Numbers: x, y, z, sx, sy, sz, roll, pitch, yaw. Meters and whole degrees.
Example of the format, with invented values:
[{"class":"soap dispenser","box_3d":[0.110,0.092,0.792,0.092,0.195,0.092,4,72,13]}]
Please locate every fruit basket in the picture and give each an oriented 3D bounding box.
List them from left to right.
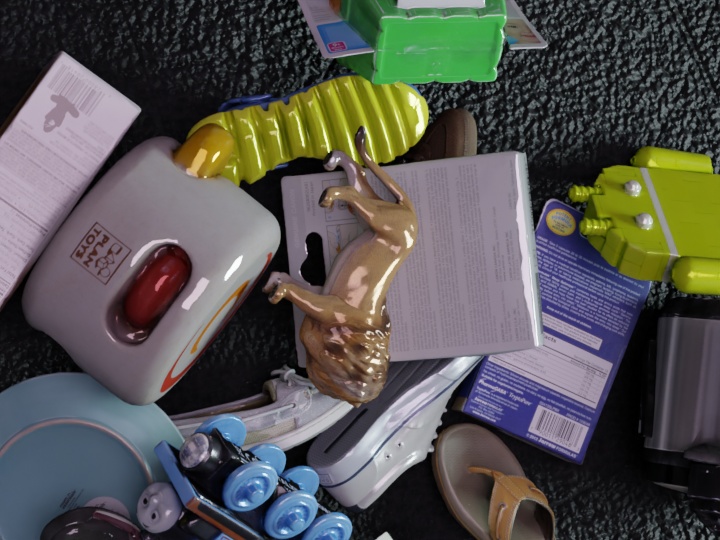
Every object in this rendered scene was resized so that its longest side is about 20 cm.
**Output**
[{"class":"fruit basket","box_3d":[0.037,-0.230,1.546,0.185,0.200,0.094,-3,132,-15]}]

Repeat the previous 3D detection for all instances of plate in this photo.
[{"class":"plate","box_3d":[-0.227,0.180,1.501,0.199,0.026,0.201,0,100,-1]}]

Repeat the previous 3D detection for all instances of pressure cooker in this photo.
[{"class":"pressure cooker","box_3d":[0.327,0.128,1.610,0.175,0.179,0.201,7,87,-18]}]

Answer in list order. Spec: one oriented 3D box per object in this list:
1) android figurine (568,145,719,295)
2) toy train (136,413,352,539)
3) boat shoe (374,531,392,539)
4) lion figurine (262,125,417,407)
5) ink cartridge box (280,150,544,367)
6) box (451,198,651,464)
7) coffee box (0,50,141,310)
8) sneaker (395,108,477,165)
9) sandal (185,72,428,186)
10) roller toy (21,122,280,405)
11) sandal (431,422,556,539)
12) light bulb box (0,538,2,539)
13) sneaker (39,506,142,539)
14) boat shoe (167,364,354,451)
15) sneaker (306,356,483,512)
[{"class":"android figurine","box_3d":[0.275,-0.041,1.622,0.199,0.182,0.041,7,129,-11]},{"class":"toy train","box_3d":[-0.091,0.194,1.481,0.114,0.087,0.200,-45,137,5]},{"class":"boat shoe","box_3d":[-0.032,0.298,1.533,0.202,0.072,0.060,-45,83,10]},{"class":"lion figurine","box_3d":[0.000,0.000,1.500,0.122,0.072,0.200,28,91,-17]},{"class":"ink cartridge box","box_3d":[0.043,-0.007,1.553,0.199,0.050,0.163,-5,91,14]},{"class":"box","box_3d":[0.171,0.052,1.644,0.121,0.032,0.201,25,83,-14]},{"class":"coffee box","box_3d":[-0.265,-0.063,1.486,0.080,0.114,0.200,36,81,-12]},{"class":"sneaker","box_3d":[0.035,-0.050,1.588,0.075,0.070,0.201,21,83,-21]},{"class":"sandal","box_3d":[-0.045,-0.120,1.549,0.199,0.087,0.080,-7,106,-4]},{"class":"roller toy","box_3d":[-0.163,-0.005,1.457,0.140,0.200,0.183,38,50,3]},{"class":"sandal","box_3d":[0.131,0.215,1.599,0.080,0.054,0.200,-20,78,-33]},{"class":"light bulb box","box_3d":[-0.308,0.321,1.440,0.198,0.125,0.200,-42,99,-2]},{"class":"sneaker","box_3d":[-0.169,0.273,1.459,0.076,0.116,0.200,-32,129,2]},{"class":"boat shoe","box_3d":[-0.089,0.117,1.550,0.201,0.074,0.065,-22,98,-8]},{"class":"sneaker","box_3d":[0.039,0.118,1.596,0.200,0.073,0.071,-42,125,-14]}]
